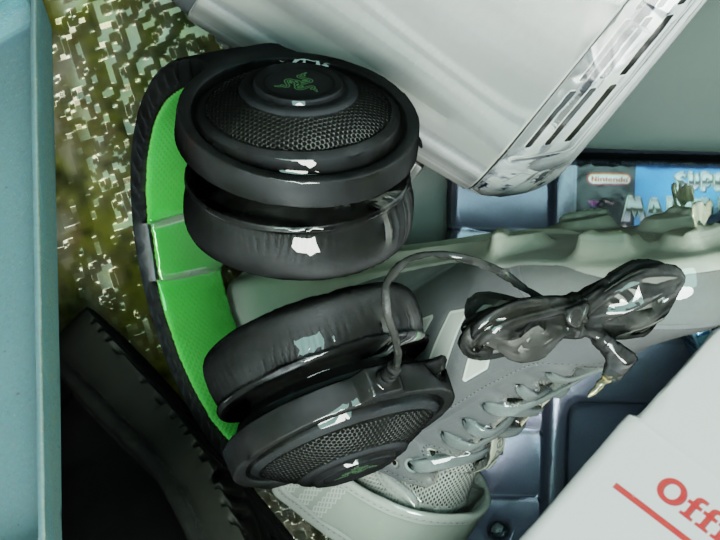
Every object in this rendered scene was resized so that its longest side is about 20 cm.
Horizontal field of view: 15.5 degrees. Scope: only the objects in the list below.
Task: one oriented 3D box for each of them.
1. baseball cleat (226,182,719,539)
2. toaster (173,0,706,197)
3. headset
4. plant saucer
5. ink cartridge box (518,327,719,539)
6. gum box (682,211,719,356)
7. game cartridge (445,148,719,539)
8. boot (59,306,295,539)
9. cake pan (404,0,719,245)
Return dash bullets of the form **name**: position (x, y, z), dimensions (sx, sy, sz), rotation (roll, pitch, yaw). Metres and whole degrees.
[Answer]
- **baseball cleat**: position (0.040, 0.033, 0.771), dimensions (0.070, 0.200, 0.107), rotation (-11, 95, -40)
- **toaster**: position (0.046, -0.119, 0.766), dimensions (0.129, 0.114, 0.200), rotation (37, 110, -4)
- **headset**: position (0.000, 0.000, 0.721), dimensions (0.094, 0.200, 0.124), rotation (-14, 103, -24)
- **plant saucer**: position (-0.119, 0.008, 0.806), dimensions (0.070, 0.019, 0.201), rotation (-24, 55, 29)
- **ink cartridge box**: position (0.081, 0.126, 0.733), dimensions (0.116, 0.067, 0.200), rotation (38, 66, 16)
- **gum box**: position (0.202, 0.052, 0.793), dimensions (0.169, 0.045, 0.201), rotation (-23, 95, 1)
- **game cartridge**: position (0.125, 0.028, 0.828), dimensions (0.199, 0.038, 0.130), rotation (1, 98, -1)
- **boot**: position (-0.094, 0.116, 0.794), dimensions (0.158, 0.211, 0.079), rotation (-43, 121, -2)
- **cake pan**: position (0.089, -0.011, 0.859), dimensions (0.199, 0.037, 0.201), rotation (0, 94, 0)
